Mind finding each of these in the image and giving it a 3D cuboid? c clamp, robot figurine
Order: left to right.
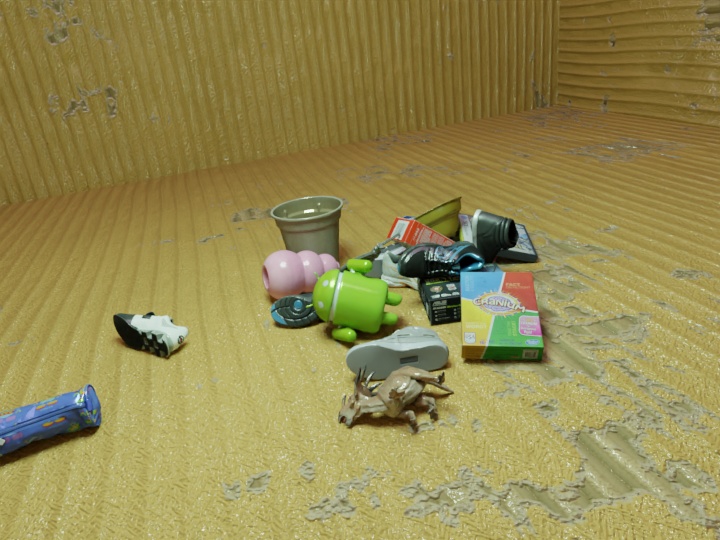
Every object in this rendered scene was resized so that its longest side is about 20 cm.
[{"bbox_3d":[-0.013,0.065,1.201,0.197,0.178,0.116,14,-6,0],"label":"robot figurine"},{"bbox_3d":[0.000,0.000,1.341,0.170,0.200,0.027,-26,71,-38],"label":"c clamp"}]

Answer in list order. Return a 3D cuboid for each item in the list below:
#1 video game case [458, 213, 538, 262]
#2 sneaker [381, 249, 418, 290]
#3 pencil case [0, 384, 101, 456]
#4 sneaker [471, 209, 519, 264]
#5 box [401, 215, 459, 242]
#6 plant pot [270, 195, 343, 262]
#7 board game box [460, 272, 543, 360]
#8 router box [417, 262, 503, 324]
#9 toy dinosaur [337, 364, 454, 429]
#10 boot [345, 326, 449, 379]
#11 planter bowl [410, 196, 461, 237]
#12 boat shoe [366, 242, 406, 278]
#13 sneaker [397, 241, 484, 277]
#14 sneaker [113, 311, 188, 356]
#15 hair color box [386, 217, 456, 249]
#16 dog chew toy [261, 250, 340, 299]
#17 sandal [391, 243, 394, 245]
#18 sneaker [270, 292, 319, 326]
[{"bbox_3d":[0.363,-0.091,1.508,0.197,0.026,0.181,9,31,-2],"label":"video game case"},{"bbox_3d":[0.139,-0.005,1.381,0.197,0.093,0.076,4,26,23],"label":"sneaker"},{"bbox_3d":[-0.565,0.267,0.982,0.198,0.079,0.087,-17,-4,-19],"label":"pencil case"},{"bbox_3d":[0.323,-0.052,1.322,0.098,0.201,0.071,14,51,29],"label":"sneaker"},{"bbox_3d":[0.199,-0.112,1.635,0.198,0.071,0.064,10,25,33],"label":"box"},{"bbox_3d":[-0.134,-0.086,1.531,0.197,0.186,0.201,-6,24,3],"label":"plant pot"},{"bbox_3d":[0.275,0.086,1.113,0.151,0.041,0.201,0,43,8],"label":"board game box"},{"bbox_3d":[0.237,0.049,1.266,0.197,0.063,0.150,-8,22,-1],"label":"router box"},{"bbox_3d":[0.063,0.201,0.955,0.198,0.087,0.135,-15,17,-31],"label":"toy dinosaur"},{"bbox_3d":[0.067,0.155,1.083,0.197,0.075,0.096,-1,17,-7],"label":"boot"},{"bbox_3d":[0.199,-0.115,1.494,0.198,0.084,0.200,-27,-3,-2],"label":"planter bowl"},{"bbox_3d":[0.056,-0.027,1.465,0.198,0.069,0.057,-19,39,-14],"label":"boat shoe"},{"bbox_3d":[0.182,-0.022,1.254,0.197,0.074,0.082,-12,24,-10],"label":"sneaker"},{"bbox_3d":[-0.477,0.136,1.275,0.198,0.075,0.088,17,32,25],"label":"sneaker"},{"bbox_3d":[0.177,-0.060,1.378,0.198,0.065,0.111,27,-2,-23],"label":"hair color box"},{"bbox_3d":[-0.146,0.005,1.419,0.197,0.126,0.124,-8,22,-24],"label":"dog chew toy"},{"bbox_3d":[0.118,-0.049,1.535,0.197,0.055,0.082,-5,23,6],"label":"sandal"},{"bbox_3d":[-0.109,0.087,1.301,0.197,0.074,0.082,-9,-3,1],"label":"sneaker"}]
